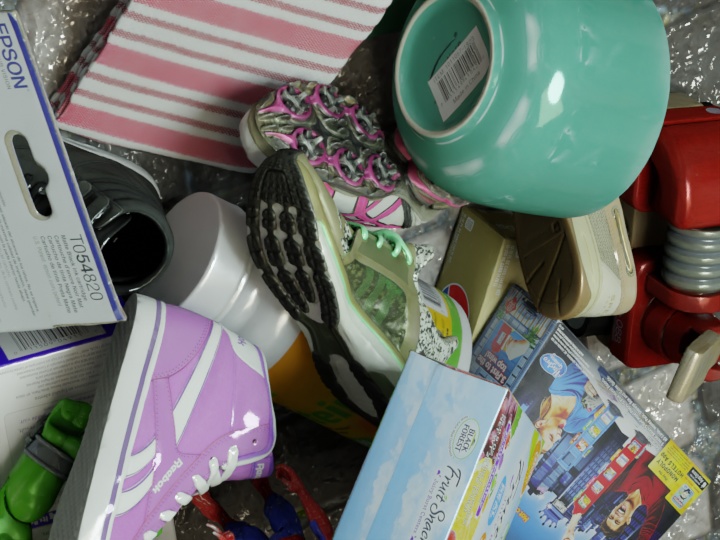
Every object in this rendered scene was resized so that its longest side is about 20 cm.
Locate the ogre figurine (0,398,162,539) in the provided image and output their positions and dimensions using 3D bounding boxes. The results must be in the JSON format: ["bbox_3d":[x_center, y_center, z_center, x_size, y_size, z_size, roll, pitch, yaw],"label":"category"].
[{"bbox_3d":[-0.165,0.187,1.307,0.119,0.098,0.201,-28,120,-9],"label":"ogre figurine"}]

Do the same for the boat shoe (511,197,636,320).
[{"bbox_3d":[0.129,-0.066,1.392,0.065,0.072,0.202,0,71,-35],"label":"boat shoe"}]

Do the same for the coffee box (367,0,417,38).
[{"bbox_3d":[0.038,-0.211,1.338,0.198,0.044,0.124,-13,118,-21],"label":"coffee box"}]

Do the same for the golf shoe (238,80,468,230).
[{"bbox_3d":[-0.014,-0.056,1.330,0.092,0.073,0.199,-30,155,28],"label":"golf shoe"}]

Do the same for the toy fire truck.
[{"bbox_3d":[0.208,-0.004,1.423,0.128,0.200,0.177,-6,115,-25],"label":"toy fire truck"}]

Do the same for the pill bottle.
[{"bbox_3d":[-0.036,0.029,1.369,0.199,0.111,0.112,28,98,-33],"label":"pill bottle"}]

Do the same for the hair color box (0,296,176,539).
[{"bbox_3d":[-0.179,0.124,1.368,0.108,0.065,0.202,-15,116,-19],"label":"hair color box"}]

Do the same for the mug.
[{"bbox_3d":[0.092,-0.129,1.292,0.114,0.151,0.187,7,91,-39],"label":"mug"}]

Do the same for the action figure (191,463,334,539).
[{"bbox_3d":[-0.063,0.151,1.357,0.065,0.200,0.099,-34,120,-9],"label":"action figure"}]

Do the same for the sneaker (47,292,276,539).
[{"bbox_3d":[-0.107,0.124,1.256,0.114,0.073,0.202,22,75,-19],"label":"sneaker"}]

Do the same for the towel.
[{"bbox_3d":[-0.079,-0.136,1.279,0.145,0.030,0.200,14,136,-30],"label":"towel"}]

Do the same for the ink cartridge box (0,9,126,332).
[{"bbox_3d":[-0.240,-0.054,1.206,0.198,0.041,0.201,-4,121,19],"label":"ink cartridge box"}]

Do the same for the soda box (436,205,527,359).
[{"bbox_3d":[0.078,0.064,1.471,0.067,0.064,0.201,8,107,-30],"label":"soda box"}]

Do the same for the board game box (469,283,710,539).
[{"bbox_3d":[0.101,0.147,1.445,0.200,0.062,0.200,-46,125,-1],"label":"board game box"}]

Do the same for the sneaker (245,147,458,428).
[{"bbox_3d":[0.000,0.000,1.282,0.089,0.077,0.201,-44,128,-26],"label":"sneaker"}]

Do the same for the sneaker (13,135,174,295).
[{"bbox_3d":[-0.192,-0.043,1.265,0.199,0.099,0.071,15,107,-30],"label":"sneaker"}]

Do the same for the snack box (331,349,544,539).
[{"bbox_3d":[0.040,0.149,1.269,0.200,0.067,0.170,50,62,-75],"label":"snack box"}]
